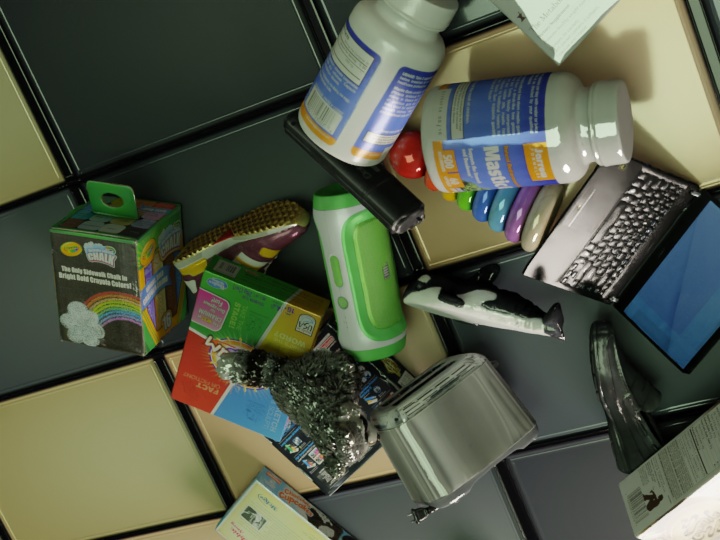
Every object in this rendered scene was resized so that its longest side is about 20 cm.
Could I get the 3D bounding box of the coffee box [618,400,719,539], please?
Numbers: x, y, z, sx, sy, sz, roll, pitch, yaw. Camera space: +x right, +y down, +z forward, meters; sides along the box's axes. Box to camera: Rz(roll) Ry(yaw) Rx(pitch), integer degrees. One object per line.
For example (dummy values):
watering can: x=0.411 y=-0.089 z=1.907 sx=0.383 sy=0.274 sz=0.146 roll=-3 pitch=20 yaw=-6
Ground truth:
coffee box: x=0.405 y=0.230 z=1.446 sx=0.112 sy=0.080 sz=0.200 roll=25 pitch=125 yaw=-28

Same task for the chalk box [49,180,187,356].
chalk box: x=-0.297 y=-0.018 z=1.584 sx=0.124 sy=0.124 sz=0.202 roll=9 pitch=115 yaw=16

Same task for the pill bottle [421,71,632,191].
pill bottle: x=0.171 y=-0.142 z=1.309 sx=0.198 sy=0.112 sz=0.113 roll=-3 pitch=112 yaw=23

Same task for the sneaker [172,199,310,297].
sneaker: x=-0.130 y=-0.017 z=1.560 sx=0.199 sy=0.075 sz=0.090 roll=-18 pitch=115 yaw=32

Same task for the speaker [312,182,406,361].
speaker: x=0.000 y=0.000 z=1.498 sx=0.088 sy=0.088 sz=0.202 roll=-5 pitch=106 yaw=21

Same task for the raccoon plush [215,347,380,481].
raccoon plush: x=-0.076 y=0.169 z=1.476 sx=0.198 sy=0.135 sz=0.097 roll=-1 pitch=129 yaw=8

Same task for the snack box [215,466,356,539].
snack box: x=-0.087 y=0.369 z=1.732 sx=0.200 sy=0.037 sz=0.116 roll=39 pitch=120 yaw=0

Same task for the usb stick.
usb stick: x=-0.008 y=-0.115 z=1.440 sx=0.200 sy=0.055 sz=0.033 roll=44 pitch=146 yaw=22

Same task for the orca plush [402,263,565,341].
orca plush: x=0.146 y=0.023 z=1.472 sx=0.199 sy=0.105 sz=0.072 roll=8 pitch=77 yaw=42

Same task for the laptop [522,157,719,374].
laptop: x=0.310 y=-0.005 z=1.378 sx=0.199 sy=0.104 sz=0.178 roll=18 pitch=122 yaw=-24

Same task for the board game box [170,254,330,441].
board game box: x=-0.136 y=0.097 z=1.557 sx=0.152 sy=0.040 sz=0.201 roll=21 pitch=122 yaw=3

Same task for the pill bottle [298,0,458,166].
pill bottle: x=0.023 y=-0.222 z=1.383 sx=0.112 sy=0.112 sz=0.201 roll=34 pitch=119 yaw=2

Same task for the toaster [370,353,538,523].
toaster: x=0.100 y=0.187 z=1.505 sx=0.130 sy=0.199 sz=0.114 roll=57 pitch=160 yaw=-4

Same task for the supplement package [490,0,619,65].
supplement package: x=0.171 y=-0.324 z=1.284 sx=0.200 sy=0.110 sz=0.114 roll=42 pitch=119 yaw=-2

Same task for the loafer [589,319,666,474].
loafer: x=0.309 y=0.143 z=1.474 sx=0.070 sy=0.068 sz=0.202 roll=-13 pitch=113 yaw=16

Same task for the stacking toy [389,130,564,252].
stacking toy: x=0.122 y=-0.096 z=1.428 sx=0.199 sy=0.085 sz=0.086 roll=25 pitch=119 yaw=13

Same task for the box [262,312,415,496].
box: x=-0.034 y=0.169 z=1.617 sx=0.159 sy=0.046 sz=0.200 roll=42 pitch=120 yaw=-2
